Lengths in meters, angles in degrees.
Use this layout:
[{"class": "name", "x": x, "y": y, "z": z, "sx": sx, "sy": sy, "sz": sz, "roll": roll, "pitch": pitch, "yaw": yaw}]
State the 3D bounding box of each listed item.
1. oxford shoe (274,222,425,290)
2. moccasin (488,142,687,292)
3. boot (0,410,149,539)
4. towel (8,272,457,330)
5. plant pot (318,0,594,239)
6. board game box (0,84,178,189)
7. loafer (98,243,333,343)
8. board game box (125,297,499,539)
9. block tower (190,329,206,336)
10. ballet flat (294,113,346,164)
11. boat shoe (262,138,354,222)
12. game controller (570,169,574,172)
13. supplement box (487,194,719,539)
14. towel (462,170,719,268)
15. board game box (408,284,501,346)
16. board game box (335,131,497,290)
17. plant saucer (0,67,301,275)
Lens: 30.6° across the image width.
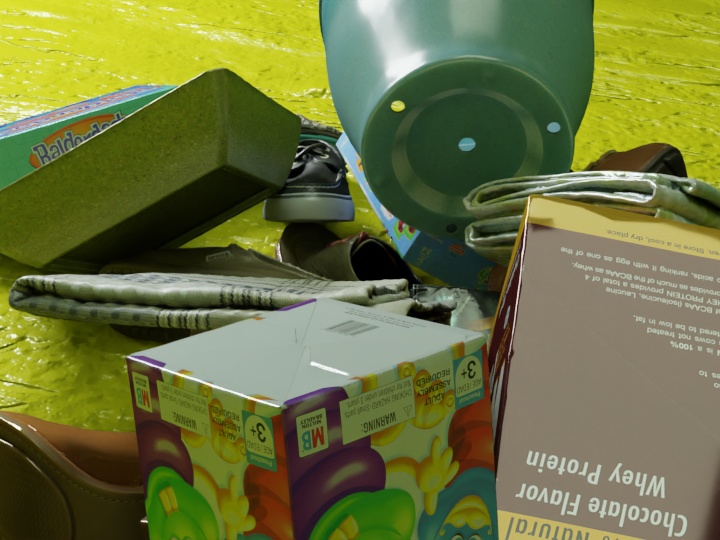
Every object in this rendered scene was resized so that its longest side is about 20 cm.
[{"class": "oxford shoe", "x": 0.000, "y": 0.000, "z": 0.933, "sx": 0.070, "sy": 0.076, "sz": 0.200, "roll": -13, "pitch": 32, "yaw": -29}, {"class": "moccasin", "x": 0.149, "y": -0.031, "z": 0.911, "sx": 0.077, "sy": 0.074, "sz": 0.201, "roll": 5, "pitch": 39, "yaw": 43}, {"class": "boot", "x": -0.108, "y": 0.109, "z": 0.719, "sx": 0.198, "sy": 0.074, "sz": 0.154, "roll": 21, "pitch": 24, "yaw": 24}, {"class": "towel", "x": -0.053, "y": 0.014, "z": 0.678, "sx": 0.198, "sy": 0.035, "sz": 0.192, "roll": 4, "pitch": -2, "yaw": 10}, {"class": "plant pot", "x": 0.065, "y": -0.129, "z": 0.877, "sx": 0.198, "sy": 0.202, "sz": 0.189, "roll": 6, "pitch": 39, "yaw": -2}, {"class": "board game box", "x": -0.220, "y": -0.101, "z": 1.005, "sx": 0.151, "sy": 0.045, "sz": 0.200, "roll": -19, "pitch": 14, "yaw": -15}, {"class": "loafer", "x": -0.078, "y": 0.017, "z": 0.881, "sx": 0.198, "sy": 0.077, "sz": 0.068, "roll": 13, "pitch": 32, "yaw": 14}, {"class": "board game box", "x": -0.014, "y": 0.126, "z": 0.524, "sx": 0.102, "sy": 0.202, "sz": 0.104, "roll": -16, "pitch": 17, "yaw": -39}, {"class": "block tower", "x": -0.005, "y": 0.066, "z": 0.806, "sx": 0.198, "sy": 0.058, "sz": 0.055, "roll": 1, "pitch": 66, "yaw": -9}, {"class": "ballet flat", "x": -0.097, "y": -0.104, "z": 1.111, "sx": 0.199, "sy": 0.068, "sz": 0.076, "roll": -19, "pitch": 61, "yaw": -37}, {"class": "boat shoe", "x": -0.041, "y": -0.070, "z": 1.014, "sx": 0.068, "sy": 0.057, "sz": 0.200, "roll": -1, "pitch": 8, "yaw": -3}, {"class": "game controller", "x": 0.119, "y": -0.076, "z": 1.074, "sx": 0.199, "sy": 0.042, "sz": 0.105, "roll": 20, "pitch": 34, "yaw": -35}, {"class": "supplement box", "x": 0.153, "y": 0.097, "z": 0.634, "sx": 0.195, "sy": 0.133, "sz": 0.201, "roll": 11, "pitch": 51, "yaw": 2}, {"class": "towel", "x": 0.180, "y": -0.008, "z": 0.776, "sx": 0.199, "sy": 0.049, "sz": 0.170, "roll": 22, "pitch": -12, "yaw": -35}, {"class": "board game box", "x": 0.089, "y": 0.099, "z": 0.729, "sx": 0.134, "sy": 0.028, "sz": 0.202, "roll": 6, "pitch": 52, "yaw": -1}, {"class": "board game box", "x": 0.071, "y": -0.035, "z": 0.992, "sx": 0.150, "sy": 0.037, "sz": 0.200, "roll": 28, "pitch": 18, "yaw": -26}, {"class": "plant saucer", "x": -0.138, "y": -0.050, "z": 0.885, "sx": 0.199, "sy": 0.048, "sz": 0.200, "roll": -28, "pitch": -8, "yaw": 9}]
